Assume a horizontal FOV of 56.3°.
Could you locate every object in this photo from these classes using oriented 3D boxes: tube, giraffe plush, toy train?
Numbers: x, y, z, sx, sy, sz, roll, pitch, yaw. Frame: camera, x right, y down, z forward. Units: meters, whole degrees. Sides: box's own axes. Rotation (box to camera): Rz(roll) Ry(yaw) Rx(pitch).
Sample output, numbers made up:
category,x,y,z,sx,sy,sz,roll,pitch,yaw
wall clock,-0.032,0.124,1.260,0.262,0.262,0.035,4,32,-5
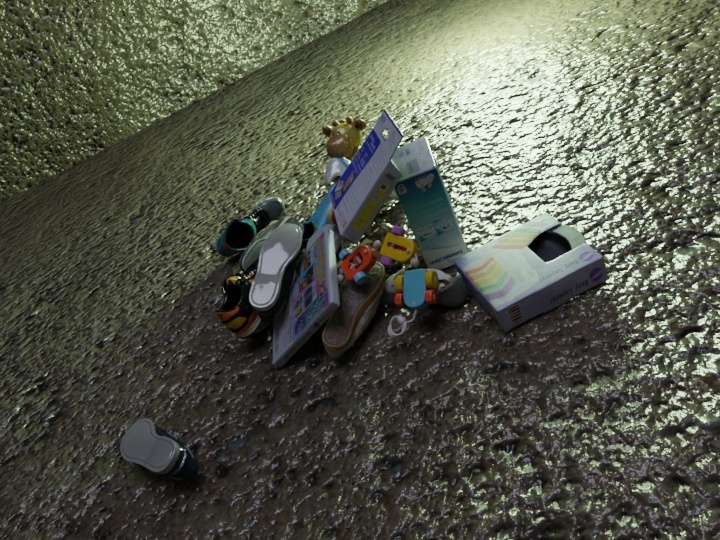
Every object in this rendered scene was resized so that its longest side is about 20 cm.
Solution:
category,x,y,z,sx,sy,sz,roll,pitch,yaw
tube,-0.077,-0.132,1.535,0.201,0.050,0.077,-56,33,-9
giraffe plush,-0.021,-0.283,1.635,0.171,0.163,0.201,-18,32,12
toy train,0.053,0.015,1.144,0.150,0.055,0.201,-46,57,14

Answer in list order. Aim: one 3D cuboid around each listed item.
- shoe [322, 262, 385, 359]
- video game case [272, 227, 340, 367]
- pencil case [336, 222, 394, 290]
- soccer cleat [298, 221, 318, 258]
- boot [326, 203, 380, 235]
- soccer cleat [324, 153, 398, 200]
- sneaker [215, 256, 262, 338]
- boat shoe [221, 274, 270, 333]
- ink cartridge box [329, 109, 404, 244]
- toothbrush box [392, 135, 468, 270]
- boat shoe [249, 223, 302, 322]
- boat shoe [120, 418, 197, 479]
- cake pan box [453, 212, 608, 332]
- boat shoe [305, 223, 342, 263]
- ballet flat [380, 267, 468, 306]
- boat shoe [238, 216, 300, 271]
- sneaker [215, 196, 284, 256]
category,x,y,z,sx,sy,sz,roll,pitch,yaw
shoe,-0.011,0.068,1.184,0.069,0.054,0.201,15,54,22
video game case,-0.102,0.047,1.223,0.182,0.024,0.201,-46,31,29
pencil case,0.000,0.000,1.281,0.077,0.090,0.200,34,60,23
soccer cleat,-0.140,-0.022,1.409,0.067,0.082,0.201,-2,38,33
boot,-0.011,-0.126,1.410,0.106,0.076,0.200,10,12,8
soccer cleat,0.012,-0.183,1.496,0.070,0.198,0.087,129,160,-67
sneaker,-0.209,0.024,1.281,0.069,0.090,0.202,-7,51,38
boat shoe,-0.237,0.066,1.366,0.074,0.063,0.200,-31,34,-11
ink cartridge box,0.019,-0.173,1.212,0.201,0.047,0.198,-53,21,17
toothbrush box,0.126,-0.122,1.251,0.084,0.201,0.147,-21,32,10
boat shoe,-0.153,0.002,1.260,0.073,0.061,0.202,4,54,10
boat shoe,-0.325,0.291,1.089,0.199,0.062,0.075,-2,53,48
cake pan box,0.278,-0.003,1.111,0.198,0.053,0.185,-26,33,-1
boat shoe,-0.069,-0.013,1.358,0.073,0.069,0.201,-12,40,16
ballet flat,0.098,0.022,1.187,0.198,0.064,0.068,2,43,38
boat shoe,-0.213,-0.053,1.525,0.060,0.072,0.201,-4,30,38
sneaker,-0.254,-0.107,1.587,0.200,0.084,0.121,-42,12,-12
